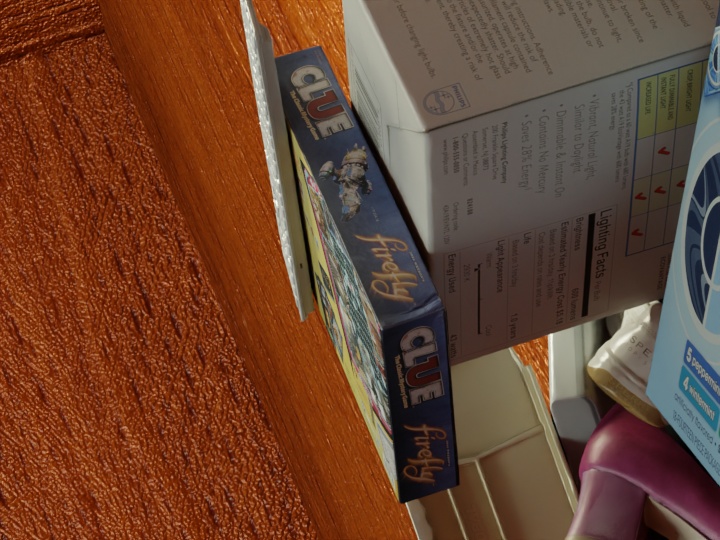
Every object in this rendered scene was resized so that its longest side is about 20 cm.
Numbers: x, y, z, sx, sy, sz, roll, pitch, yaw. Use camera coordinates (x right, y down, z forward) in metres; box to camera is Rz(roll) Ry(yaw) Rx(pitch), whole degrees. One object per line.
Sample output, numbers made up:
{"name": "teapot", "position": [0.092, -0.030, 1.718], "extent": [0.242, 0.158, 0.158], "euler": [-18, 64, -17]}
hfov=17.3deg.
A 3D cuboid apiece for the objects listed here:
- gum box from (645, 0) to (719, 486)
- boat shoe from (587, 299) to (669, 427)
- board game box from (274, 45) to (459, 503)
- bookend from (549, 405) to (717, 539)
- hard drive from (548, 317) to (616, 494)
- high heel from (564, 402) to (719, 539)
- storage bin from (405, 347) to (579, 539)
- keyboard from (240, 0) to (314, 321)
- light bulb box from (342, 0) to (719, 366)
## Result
{"name": "gum box", "position": [0.188, 0.001, 1.026], "extent": [0.170, 0.044, 0.201], "euler": [-122, 37, -62]}
{"name": "boat shoe", "position": [0.177, 0.030, 1.305], "extent": [0.071, 0.069, 0.200], "euler": [36, -164, 3]}
{"name": "board game box", "position": [0.000, 0.000, 1.212], "extent": [0.136, 0.034, 0.201], "euler": [83, 168, -48]}
{"name": "bookend", "position": [0.206, 0.189, 1.403], "extent": [0.200, 0.092, 0.200], "euler": [-132, 27, -64]}
{"name": "hard drive", "position": [0.131, 0.029, 1.368], "extent": [0.132, 0.026, 0.201], "euler": [67, -160, -49]}
{"name": "high heel", "position": [0.208, 0.131, 1.227], "extent": [0.068, 0.199, 0.096], "euler": [74, -147, -55]}
{"name": "storage bin", "position": [0.079, 0.148, 1.376], "extent": [0.200, 0.093, 0.200], "euler": [69, -179, -82]}
{"name": "keyboard", "position": [-0.045, -0.061, 1.235], "extent": [0.056, 0.011, 0.201], "euler": [-115, 12, -44]}
{"name": "light bulb box", "position": [0.106, -0.077, 1.179], "extent": [0.199, 0.199, 0.125], "euler": [86, 164, -54]}
